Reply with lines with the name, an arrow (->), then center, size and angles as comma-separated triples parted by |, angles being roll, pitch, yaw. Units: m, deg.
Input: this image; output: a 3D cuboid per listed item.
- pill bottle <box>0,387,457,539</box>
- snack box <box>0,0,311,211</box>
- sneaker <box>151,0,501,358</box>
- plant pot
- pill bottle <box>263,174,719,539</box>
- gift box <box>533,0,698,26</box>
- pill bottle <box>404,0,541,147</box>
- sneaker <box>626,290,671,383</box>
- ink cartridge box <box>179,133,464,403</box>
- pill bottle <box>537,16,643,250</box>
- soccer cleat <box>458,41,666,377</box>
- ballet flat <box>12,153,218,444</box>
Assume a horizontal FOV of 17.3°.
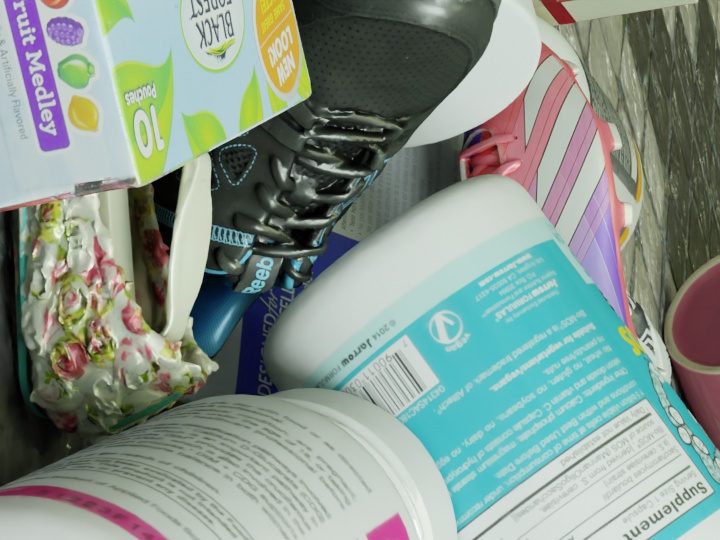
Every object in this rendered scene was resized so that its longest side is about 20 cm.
pill bottle -> -0.048, 0.099, 0.679 | 0.200, 0.113, 0.114 | -23, 105, -66
snack box -> -0.074, -0.127, 0.594 | 0.142, 0.053, 0.201 | -37, 117, -69
sneaker -> -0.016, -0.036, 0.774 | 0.073, 0.200, 0.082 | 15, 58, -23
plant pot -> 0.339, 0.081, 1.892 | 0.179, 0.199, 0.201 | 48, 35, -36
pill bottle -> 0.063, 0.075, 0.797 | 0.200, 0.111, 0.111 | 55, 14, 10
gift box -> 0.070, -0.225, 1.124 | 0.187, 0.184, 0.201 | 36, 55, -65
pill bottle -> 0.004, -0.155, 0.929 | 0.114, 0.113, 0.201 | 56, 18, -55
sneaker -> 0.046, 0.037, 1.023 | 0.200, 0.075, 0.115 | 34, 49, -19
ink cartridge box -> 0.000, 0.000, 0.930 | 0.199, 0.047, 0.198 | 21, 53, -22
pill bottle -> 0.063, -0.062, 1.142 | 0.200, 0.116, 0.117 | 38, 46, -67
soccer cleat -> 0.064, -0.002, 0.904 | 0.067, 0.076, 0.201 | -44, -126, 57
ballet flat -> -0.079, -0.046, 0.759 | 0.076, 0.064, 0.201 | 7, 75, -70
